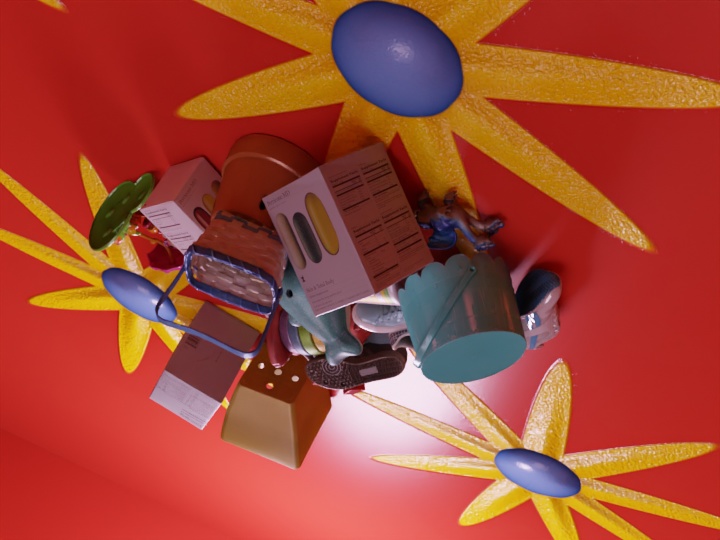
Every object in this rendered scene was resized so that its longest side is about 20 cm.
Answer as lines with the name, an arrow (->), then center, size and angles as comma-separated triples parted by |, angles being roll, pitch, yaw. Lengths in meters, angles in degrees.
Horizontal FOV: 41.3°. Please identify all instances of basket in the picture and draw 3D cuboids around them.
basket -> -0.200, 0.023, 1.483 | 0.174, 0.201, 0.140 | 23, 148, 8

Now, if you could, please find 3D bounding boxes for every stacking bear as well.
stacking bear -> -0.066, 0.107, 1.787 | 0.197, 0.121, 0.115 | -7, 100, 28

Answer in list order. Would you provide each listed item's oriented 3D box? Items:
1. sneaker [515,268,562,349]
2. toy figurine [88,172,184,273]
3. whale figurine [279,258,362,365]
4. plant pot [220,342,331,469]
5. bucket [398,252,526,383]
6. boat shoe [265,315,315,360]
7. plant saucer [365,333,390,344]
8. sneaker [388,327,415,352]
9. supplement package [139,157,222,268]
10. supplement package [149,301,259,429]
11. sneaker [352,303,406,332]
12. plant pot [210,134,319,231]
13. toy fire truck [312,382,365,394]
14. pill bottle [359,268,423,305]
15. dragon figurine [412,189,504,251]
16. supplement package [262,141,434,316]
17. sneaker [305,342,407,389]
sneaker -> 0.296, 0.064, 1.574 | 0.080, 0.077, 0.201 | 10, 148, -6
toy figurine -> -0.394, -0.077, 1.855 | 0.199, 0.152, 0.183 | -35, 131, 28
whale figurine -> -0.072, 0.061, 1.583 | 0.158, 0.103, 0.202 | -26, 85, 36
plant pot -> -0.185, 0.282, 2.122 | 0.197, 0.201, 0.178 | 18, 136, 13
bucket -> 0.165, 0.083, 1.534 | 0.204, 0.136, 0.208 | -9, 149, -6
boat shoe -> -0.141, 0.124, 1.968 | 0.200, 0.070, 0.070 | 41, 146, -20
plant saucer -> 0.011, 0.086, 1.834 | 0.198, 0.039, 0.202 | 20, 147, 13
sneaker -> 0.149, 0.125, 1.724 | 0.197, 0.081, 0.077 | 8, 134, 1
supplement package -> -0.278, -0.089, 1.728 | 0.109, 0.115, 0.200 | -7, 135, 44
supplement package -> -0.350, 0.214, 2.132 | 0.146, 0.193, 0.200 | 31, 147, -6
sneaker -> 0.084, 0.058, 1.671 | 0.197, 0.075, 0.082 | -4, 149, -8
plant pot -> -0.161, -0.105, 1.597 | 0.198, 0.141, 0.201 | 19, 148, 13
toy fire truck -> -0.023, 0.205, 1.957 | 0.139, 0.049, 0.200 | 7, 156, -29
pill bottle -> 0.000, 0.000, 1.652 | 0.198, 0.112, 0.112 | 2, 140, 34
dragon figurine -> 0.126, -0.072, 1.508 | 0.198, 0.059, 0.100 | -2, 137, 36
supplement package -> -0.019, -0.063, 1.465 | 0.151, 0.150, 0.202 | -21, 94, 47
sneaker -> -0.005, 0.177, 1.818 | 0.197, 0.076, 0.071 | -5, 112, 15
